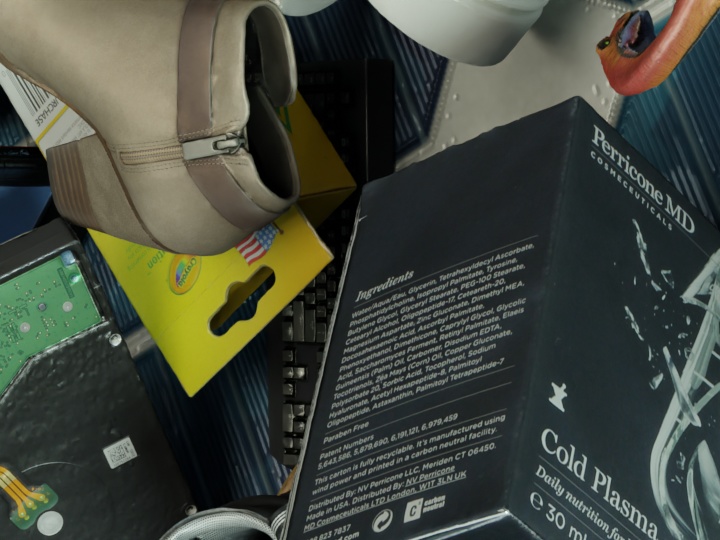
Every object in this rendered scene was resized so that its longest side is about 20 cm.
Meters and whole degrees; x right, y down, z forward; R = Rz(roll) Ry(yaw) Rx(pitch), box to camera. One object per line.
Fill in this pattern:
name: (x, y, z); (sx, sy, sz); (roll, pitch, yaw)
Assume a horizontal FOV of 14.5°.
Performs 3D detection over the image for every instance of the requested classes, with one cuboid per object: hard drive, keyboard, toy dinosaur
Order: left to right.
hard drive: (-0.164, 0.090, 1.353); (0.038, 0.139, 0.201); (48, 162, 59)
keyboard: (0.000, 0.000, 1.341); (0.127, 0.021, 0.201); (0, 92, 40)
toy dinosaur: (0.151, -0.157, 1.134); (0.181, 0.200, 0.105); (-44, 42, -3)

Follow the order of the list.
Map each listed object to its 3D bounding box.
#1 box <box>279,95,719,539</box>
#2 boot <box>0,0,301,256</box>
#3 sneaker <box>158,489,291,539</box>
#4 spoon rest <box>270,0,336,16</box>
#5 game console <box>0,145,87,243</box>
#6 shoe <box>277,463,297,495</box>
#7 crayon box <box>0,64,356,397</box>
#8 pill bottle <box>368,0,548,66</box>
box: (0.086, 0.079, 1.104); (0.124, 0.200, 0.197); (-23, 40, 36)
boot: (-0.097, -0.104, 1.287); (0.146, 0.070, 0.201); (-9, 101, 42)
sneaker: (-0.063, 0.157, 1.268); (0.200, 0.114, 0.076); (-47, 66, 27)
spoon rest: (0.014, -0.207, 1.303); (0.099, 0.061, 0.200); (38, 101, 32)
game console: (-0.199, 0.038, 1.392); (0.119, 0.200, 0.173); (46, 119, 29)
shoe: (-0.014, 0.146, 1.336); (0.070, 0.053, 0.200); (40, 113, 27)
crayon box: (-0.085, -0.056, 1.364); (0.127, 0.051, 0.200); (-43, 71, 37)
pill bottle: (0.082, -0.189, 1.207); (0.200, 0.114, 0.114); (-52, 60, 28)
